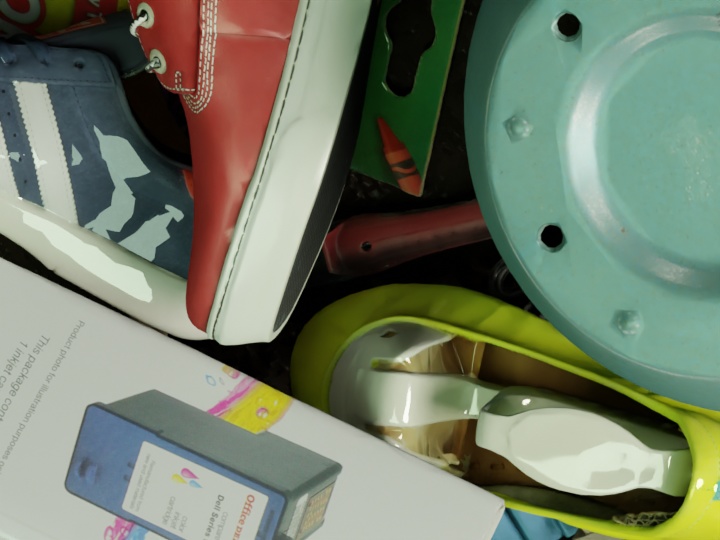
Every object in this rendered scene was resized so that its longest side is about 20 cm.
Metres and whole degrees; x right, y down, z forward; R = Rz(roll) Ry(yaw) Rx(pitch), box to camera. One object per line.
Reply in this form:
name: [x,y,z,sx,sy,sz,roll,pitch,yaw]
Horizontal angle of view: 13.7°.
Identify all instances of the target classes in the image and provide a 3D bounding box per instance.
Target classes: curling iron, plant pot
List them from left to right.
curling iron: [0.000,0.000,1.031,0.200,0.050,0.026,-3,158,31]
plant pot: [0.121,-0.049,0.853,0.200,0.161,0.201,6,106,22]

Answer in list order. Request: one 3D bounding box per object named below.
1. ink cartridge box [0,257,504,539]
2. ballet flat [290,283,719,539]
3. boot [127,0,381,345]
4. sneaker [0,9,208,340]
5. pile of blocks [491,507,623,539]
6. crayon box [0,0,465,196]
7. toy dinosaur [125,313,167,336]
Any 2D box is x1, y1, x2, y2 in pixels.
ink cartridge box: [-0.067,0.090,0.975,0.200,0.088,0.145,26,155,5]
ballet flat: [0.043,0.045,0.948,0.200,0.067,0.067,14,99,36]
boot: [-0.066,-0.084,0.910,0.144,0.072,0.200,11,95,3]
sneaker: [-0.114,-0.056,0.956,0.200,0.075,0.085,26,96,-14]
pile of blocks: [0.065,0.051,1.007,0.200,0.082,0.062,-24,107,32]
crayon box: [-0.066,-0.099,0.997,0.200,0.051,0.127,18,123,12]
toy dinosaur: [-0.059,0.081,1.072,0.101,0.058,0.200,-11,115,46]
